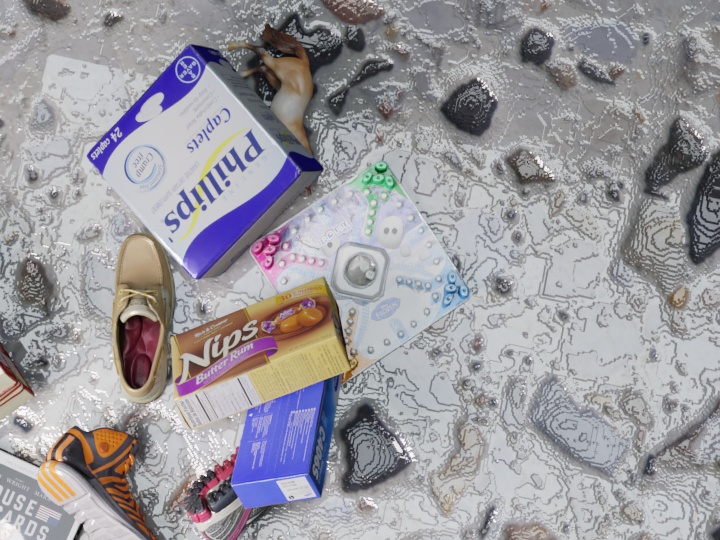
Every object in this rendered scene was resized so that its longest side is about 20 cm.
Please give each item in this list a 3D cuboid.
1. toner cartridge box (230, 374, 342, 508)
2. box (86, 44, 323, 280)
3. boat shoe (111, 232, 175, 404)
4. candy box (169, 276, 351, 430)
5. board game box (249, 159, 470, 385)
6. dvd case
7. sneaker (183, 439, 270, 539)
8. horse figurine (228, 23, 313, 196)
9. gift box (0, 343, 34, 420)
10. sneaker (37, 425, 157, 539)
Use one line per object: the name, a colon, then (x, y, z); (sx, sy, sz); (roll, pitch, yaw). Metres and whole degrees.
toner cartridge box: (-0.079, 0.169, 1.673); (0.094, 0.043, 0.201); (-10, 40, 18)
box: (-0.179, -0.125, 1.733); (0.184, 0.105, 0.200); (-44, 85, 11)
boat shoe: (-0.254, 0.052, 1.745); (0.073, 0.066, 0.203); (-4, 81, -2)
candy box: (-0.116, 0.093, 1.702); (0.198, 0.117, 0.057); (-20, 126, 5)
board game box: (0.000, 0.000, 1.781); (0.199, 0.026, 0.201); (-33, 84, -6)
dvd case: (-0.412, 0.319, 1.720); (0.149, 0.025, 0.202); (23, 82, 2)
sneaker: (-0.113, 0.232, 1.724); (0.199, 0.080, 0.075); (-40, 120, -17)
horse figurine: (-0.105, -0.200, 1.799); (0.131, 0.050, 0.203); (10, 84, 8)
gift box: (-0.489, 0.129, 1.664); (0.186, 0.185, 0.201); (-34, 73, -7)
sneaker: (-0.271, 0.254, 1.706); (0.201, 0.077, 0.113); (54, 39, -22)
